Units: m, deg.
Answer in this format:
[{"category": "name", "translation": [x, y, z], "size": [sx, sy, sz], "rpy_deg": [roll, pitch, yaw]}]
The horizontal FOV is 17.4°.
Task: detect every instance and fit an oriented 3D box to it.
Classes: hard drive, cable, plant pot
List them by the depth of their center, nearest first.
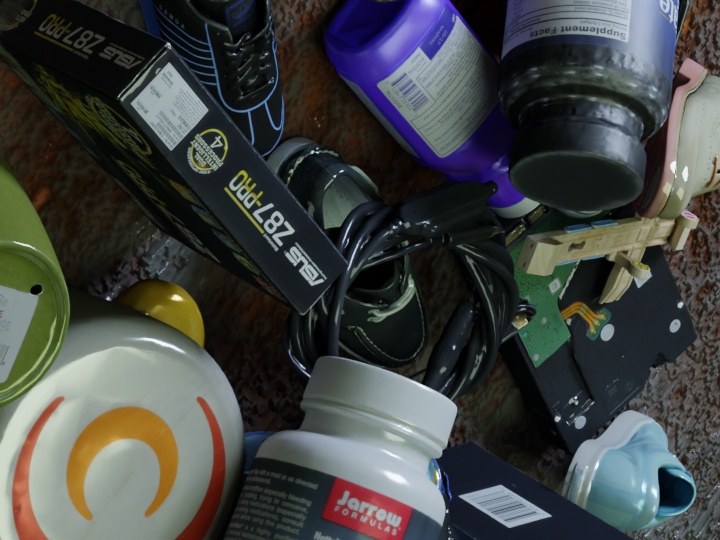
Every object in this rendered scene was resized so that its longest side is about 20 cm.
[{"category": "plant pot", "translation": [-0.242, -0.003, 1.253], "size": [0.187, 0.200, 0.188], "rpy_deg": [-17, 119, -32]}, {"category": "cable", "translation": [0.022, 0.031, 1.500], "size": [0.200, 0.051, 0.163], "rpy_deg": [-25, 129, -40]}, {"category": "hard drive", "translation": [0.156, 0.018, 1.685], "size": [0.140, 0.038, 0.200], "rpy_deg": [-42, 130, -16]}]

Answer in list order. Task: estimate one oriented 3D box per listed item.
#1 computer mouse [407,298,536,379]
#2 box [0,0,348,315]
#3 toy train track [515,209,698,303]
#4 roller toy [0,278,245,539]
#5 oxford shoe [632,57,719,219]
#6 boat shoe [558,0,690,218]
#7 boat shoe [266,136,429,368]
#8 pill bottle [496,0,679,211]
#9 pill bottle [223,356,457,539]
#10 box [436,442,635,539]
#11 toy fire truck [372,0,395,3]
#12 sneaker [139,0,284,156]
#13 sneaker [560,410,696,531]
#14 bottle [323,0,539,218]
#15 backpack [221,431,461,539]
[{"category": "computer mouse", "translation": [0.039, 0.083, 1.593], "size": [0.200, 0.034, 0.059], "rpy_deg": [-35, 148, -4]}, {"category": "box", "translation": [-0.112, -0.072, 1.351], "size": [0.049, 0.161, 0.200], "rpy_deg": [-48, 132, -10]}, {"category": "toy train track", "translation": [0.177, -0.016, 1.607], "size": [0.200, 0.033, 0.115], "rpy_deg": [-9, 126, -50]}, {"category": "roller toy", "translation": [-0.174, 0.103, 1.396], "size": [0.182, 0.140, 0.200], "rpy_deg": [4, 98, -34]}, {"category": "oxford shoe", "translation": [0.230, -0.083, 1.574], "size": [0.200, 0.074, 0.071], "rpy_deg": [-60, 175, -57]}, {"category": "boat shoe", "translation": [0.180, -0.131, 1.594], "size": [0.070, 0.066, 0.200], "rpy_deg": [23, 86, -20]}, {"category": "boat shoe", "translation": [0.000, 0.000, 1.538], "size": [0.076, 0.060, 0.200], "rpy_deg": [-48, 131, -14]}, {"category": "pill bottle", "translation": [0.145, -0.145, 1.501], "size": [0.112, 0.112, 0.200], "rpy_deg": [30, 59, -42]}, {"category": "pill bottle", "translation": [-0.018, 0.158, 1.381], "size": [0.120, 0.119, 0.200], "rpy_deg": [30, 74, -42]}, {"category": "box", "translation": [0.091, 0.246, 1.626], "size": [0.104, 0.200, 0.182], "rpy_deg": [-10, 115, -36]}, {"category": "toy fire truck", "translation": [0.037, -0.286, 1.417], "size": [0.200, 0.129, 0.176], "rpy_deg": [-31, 126, -12]}, {"category": "sneaker", "translation": [-0.083, -0.141, 1.398], "size": [0.070, 0.078, 0.200], "rpy_deg": [-38, 128, -19]}, {"category": "sneaker", "translation": [0.205, 0.155, 1.708], "size": [0.200, 0.082, 0.074], "rpy_deg": [-22, 130, -68]}, {"category": "bottle", "translation": [0.058, -0.109, 1.532], "size": [0.084, 0.065, 0.200], "rpy_deg": [-50, 131, -6]}, {"category": "backpack", "translation": [-0.031, 0.215, 1.545], "size": [0.182, 0.135, 0.200], "rpy_deg": [4, 143, -2]}]
